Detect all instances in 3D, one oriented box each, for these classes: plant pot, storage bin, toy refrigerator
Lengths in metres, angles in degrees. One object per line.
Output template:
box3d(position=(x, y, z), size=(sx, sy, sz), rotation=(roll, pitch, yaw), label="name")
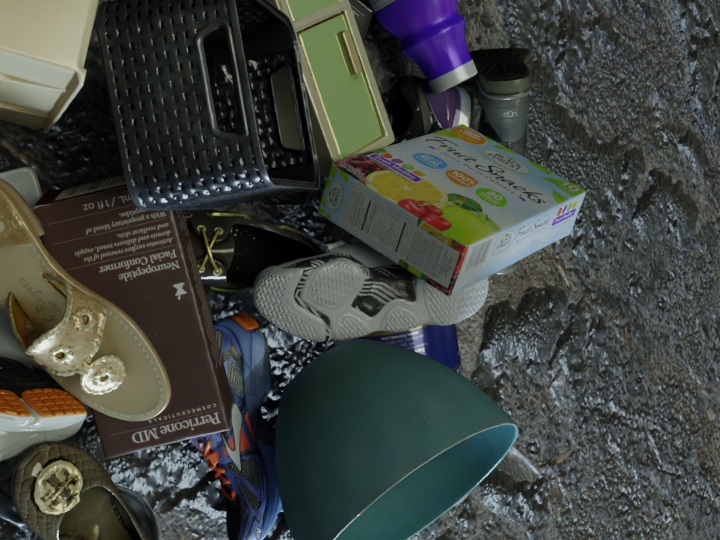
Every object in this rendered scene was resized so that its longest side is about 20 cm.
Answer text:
box3d(position=(0.009, 0.136, 0.871), size=(0.200, 0.200, 0.135), rotation=(-16, 59, -40), label="plant pot")
box3d(position=(-0.225, -0.211, 0.720), size=(0.093, 0.198, 0.201), rotation=(13, 81, -23), label="storage bin")
box3d(position=(-0.099, -0.117, 0.757), size=(0.200, 0.093, 0.136), rotation=(-25, 105, -82), label="storage bin")
box3d(position=(-0.044, -0.185, 0.894), size=(0.076, 0.070, 0.200), rotation=(-33, 112, -36), label="toy refrigerator")

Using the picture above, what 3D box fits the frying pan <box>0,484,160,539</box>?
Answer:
box3d(position=(-0.238, 0.216, 0.817), size=(0.190, 0.031, 0.115), rotation=(16, 82, -40), label="frying pan")

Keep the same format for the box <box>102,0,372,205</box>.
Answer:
box3d(position=(-0.098, -0.186, 0.923), size=(0.200, 0.050, 0.199), rotation=(29, 73, -38), label="box")

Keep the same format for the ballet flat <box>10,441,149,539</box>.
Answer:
box3d(position=(-0.189, 0.199, 0.790), size=(0.067, 0.046, 0.200), rotation=(-44, 133, -26), label="ballet flat")

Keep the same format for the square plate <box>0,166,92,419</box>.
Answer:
box3d(position=(-0.301, 0.045, 0.764), size=(0.200, 0.028, 0.199), rotation=(-22, 105, -39), label="square plate")

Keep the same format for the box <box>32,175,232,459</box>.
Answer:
box3d(position=(-0.168, 0.030, 0.810), size=(0.100, 0.075, 0.201), rotation=(-14, 105, -2), label="box")

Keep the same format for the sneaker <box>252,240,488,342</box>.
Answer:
box3d(position=(0.000, 0.000, 0.920), size=(0.199, 0.115, 0.075), rotation=(-3, 119, -15), label="sneaker")

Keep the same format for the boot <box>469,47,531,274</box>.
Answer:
box3d(position=(0.144, -0.119, 1.109), size=(0.182, 0.072, 0.201), rotation=(-72, 158, -63), label="boot")

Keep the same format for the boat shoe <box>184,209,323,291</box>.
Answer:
box3d(position=(-0.120, -0.019, 0.898), size=(0.201, 0.060, 0.072), rotation=(5, 87, -41), label="boat shoe")

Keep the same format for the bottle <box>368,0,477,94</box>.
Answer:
box3d(position=(0.047, -0.266, 1.006), size=(0.065, 0.083, 0.200), rotation=(-38, 104, -49), label="bottle")

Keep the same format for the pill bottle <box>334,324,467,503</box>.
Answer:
box3d(position=(0.042, 0.120, 1.005), size=(0.116, 0.116, 0.201), rotation=(-17, 103, -39), label="pill bottle")

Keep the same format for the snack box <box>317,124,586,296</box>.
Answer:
box3d(position=(0.081, -0.059, 0.913), size=(0.200, 0.142, 0.053), rotation=(-23, 139, -48), label="snack box")

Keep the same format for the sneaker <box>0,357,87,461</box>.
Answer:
box3d(position=(-0.282, 0.118, 0.730), size=(0.200, 0.076, 0.092), rotation=(1, 119, -50), label="sneaker")

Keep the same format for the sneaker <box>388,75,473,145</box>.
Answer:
box3d(position=(0.051, -0.091, 1.049), size=(0.087, 0.076, 0.201), rotation=(10, 76, -31), label="sneaker")

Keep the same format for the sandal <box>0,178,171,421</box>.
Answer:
box3d(position=(-0.219, 0.033, 0.735), size=(0.212, 0.078, 0.070), rotation=(54, 15, -9), label="sandal")

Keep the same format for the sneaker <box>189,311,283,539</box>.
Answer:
box3d(position=(-0.117, 0.139, 0.907), size=(0.078, 0.075, 0.201), rotation=(-8, 90, -29), label="sneaker")
